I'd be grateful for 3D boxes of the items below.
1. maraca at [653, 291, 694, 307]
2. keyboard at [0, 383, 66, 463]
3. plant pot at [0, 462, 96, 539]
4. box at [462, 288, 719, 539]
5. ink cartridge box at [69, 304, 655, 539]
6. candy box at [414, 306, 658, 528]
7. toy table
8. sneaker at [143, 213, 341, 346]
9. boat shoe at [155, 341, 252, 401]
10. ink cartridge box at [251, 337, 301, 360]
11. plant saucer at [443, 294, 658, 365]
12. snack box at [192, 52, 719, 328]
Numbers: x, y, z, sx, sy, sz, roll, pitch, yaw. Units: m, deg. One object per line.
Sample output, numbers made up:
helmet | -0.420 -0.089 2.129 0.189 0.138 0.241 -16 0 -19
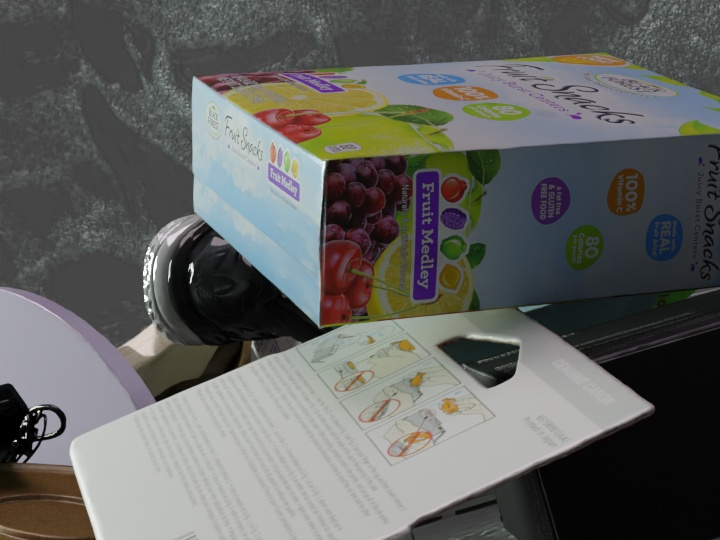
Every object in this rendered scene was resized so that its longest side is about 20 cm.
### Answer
maraca | 0.119 0.035 1.083 0.198 0.138 0.107 -8 25 -25
keyboard | -0.205 0.095 0.856 0.103 0.040 0.200 -10 -23 -30
plant pot | -0.125 0.111 0.745 0.198 0.028 0.200 8 7 -1
box | 0.151 0.048 0.709 0.198 0.080 0.141 -16 4 -4
ink cartridge box | -0.006 0.071 0.633 0.172 0.044 0.200 -22 17 -9
candy box | 0.090 0.074 0.948 0.198 0.062 0.136 -15 2 -7
toy table | -0.142 0.090 0.962 0.184 0.200 0.117 -48 -23 19
sneaker | 0.000 0.000 0.872 0.113 0.076 0.199 2 8 40
boat shoe | -0.125 0.096 1.115 0.071 0.201 0.065 22 20 -18
ink cartridge box | 0.002 -0.001 1.068 0.093 0.044 0.200 -21 -22 -26
plant saucer | 0.063 0.032 0.913 0.198 0.036 0.200 -16 3 1
snack box | 0.049 -0.039 0.732 0.198 0.068 0.169 -4 18 -21
